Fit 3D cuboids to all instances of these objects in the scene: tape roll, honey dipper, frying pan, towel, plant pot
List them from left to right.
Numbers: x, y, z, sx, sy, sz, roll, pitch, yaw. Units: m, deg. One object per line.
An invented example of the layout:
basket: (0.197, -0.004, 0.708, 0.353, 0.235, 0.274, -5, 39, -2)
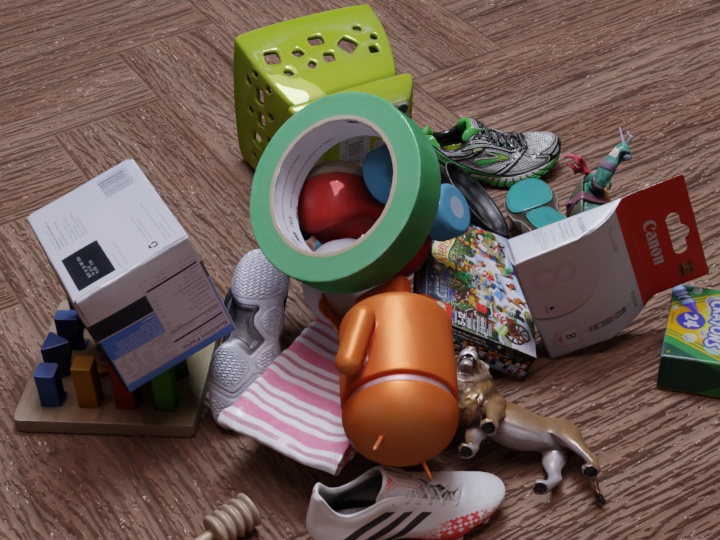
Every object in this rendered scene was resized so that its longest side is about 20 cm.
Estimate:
honey dipper: (-0.182, 0.282, 1.259, 0.200, 0.038, 0.038, -33, 47, -27)
towel: (-0.035, 0.120, 1.363, 0.146, 0.030, 0.200, 18, 40, 26)
plant pot: (-0.040, -0.200, 1.722, 0.198, 0.200, 0.182, -18, 49, -19)
tape roll: (-0.018, -0.078, 1.334, 0.200, 0.048, 0.201, -10, 70, 28)
frying pan: (0.121, -0.085, 1.586, 0.115, 0.031, 0.190, 56, 21, 17)

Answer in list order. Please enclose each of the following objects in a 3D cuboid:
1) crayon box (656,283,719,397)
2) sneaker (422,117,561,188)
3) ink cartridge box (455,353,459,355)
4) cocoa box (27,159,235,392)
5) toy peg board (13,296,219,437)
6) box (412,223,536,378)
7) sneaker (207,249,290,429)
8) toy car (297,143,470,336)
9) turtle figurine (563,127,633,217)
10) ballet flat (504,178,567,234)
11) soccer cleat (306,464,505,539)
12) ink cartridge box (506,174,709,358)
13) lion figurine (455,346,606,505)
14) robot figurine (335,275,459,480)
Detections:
crayon box: (0.433, 0.085, 1.447, 0.199, 0.052, 0.126, 9, 41, 14)
sneaker: (0.167, -0.157, 1.736, 0.199, 0.085, 0.078, -7, 39, -7)
ink cartridge box: (0.031, 0.107, 1.461, 0.160, 0.050, 0.200, 12, 29, 18)
cocoa box: (-0.239, 0.002, 1.375, 0.133, 0.131, 0.200, -31, 37, -10)
toy peg board: (-0.267, 0.076, 1.467, 0.198, 0.098, 0.200, 2, 39, 5)
box: (0.128, 0.022, 1.508, 0.136, 0.038, 0.200, 22, 36, -13)
sneaker: (-0.124, 0.083, 1.470, 0.075, 0.114, 0.201, 13, 74, -6)
toy car: (0.000, 0.000, 1.416, 0.184, 0.177, 0.201, -20, 52, 36)
turtle figurine: (0.295, -0.067, 1.584, 0.100, 0.150, 0.200, -11, 43, 24)
ballet flat: (0.217, -0.052, 1.608, 0.068, 0.067, 0.200, -15, 21, 4)
soccer cleat: (0.045, 0.221, 1.276, 0.199, 0.085, 0.069, -10, 39, -8)
ink cartridge box: (0.273, 0.000, 1.433, 0.199, 0.163, 0.057, -18, 42, 11)
lion figurine: (0.164, 0.161, 1.353, 0.200, 0.073, 0.123, 31, 24, -3)
robot figurine: (0.035, 0.102, 1.276, 0.116, 0.144, 0.201, -2, 50, -1)
